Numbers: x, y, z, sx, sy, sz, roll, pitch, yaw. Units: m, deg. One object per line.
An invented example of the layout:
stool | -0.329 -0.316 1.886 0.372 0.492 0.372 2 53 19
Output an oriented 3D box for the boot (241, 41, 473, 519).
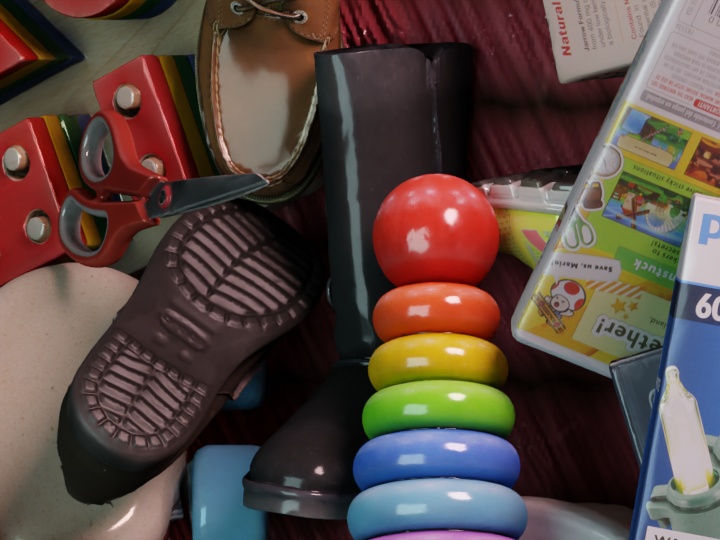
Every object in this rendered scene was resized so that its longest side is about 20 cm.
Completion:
boot | 0.000 0.000 1.213 0.066 0.165 0.200 6 98 22

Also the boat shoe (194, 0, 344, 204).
boat shoe | -0.041 -0.132 1.254 0.072 0.068 0.200 4 87 5

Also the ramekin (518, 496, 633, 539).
ramekin | 0.096 0.193 1.205 0.202 0.094 0.203 3 96 34

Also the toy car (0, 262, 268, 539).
toy car | -0.138 0.116 1.342 0.200 0.184 0.177 94 175 -53

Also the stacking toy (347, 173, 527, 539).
stacking toy | 0.030 0.057 1.151 0.085 0.085 0.200 -13 70 34

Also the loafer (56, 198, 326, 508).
loafer | -0.084 0.035 1.233 0.073 0.200 0.071 40 129 3

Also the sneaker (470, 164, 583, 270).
sneaker | 0.123 0.004 1.180 0.200 0.078 0.091 10 103 33

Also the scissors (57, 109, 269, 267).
scissors | -0.090 -0.025 1.225 0.200 0.014 0.073 23 99 59

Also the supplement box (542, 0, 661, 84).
supplement box | 0.169 -0.159 1.133 0.200 0.073 0.126 -11 89 34

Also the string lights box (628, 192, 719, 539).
string lights box | 0.160 0.077 1.060 0.103 0.059 0.200 10 94 6

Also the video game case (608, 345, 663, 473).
video game case | 0.215 0.076 1.091 0.200 0.019 0.143 -17 91 9

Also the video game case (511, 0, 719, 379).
video game case | 0.186 -0.017 1.101 0.200 0.023 0.182 22 110 -7

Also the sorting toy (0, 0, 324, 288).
sorting toy | -0.142 -0.096 1.354 0.200 0.070 0.199 -25 80 34
